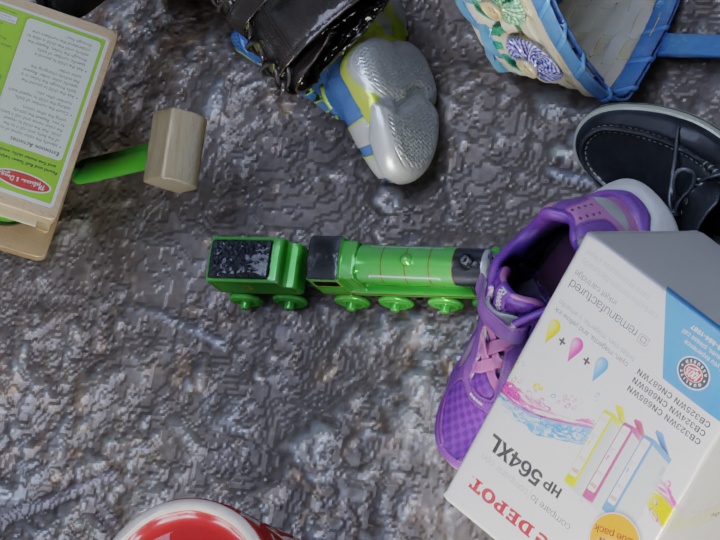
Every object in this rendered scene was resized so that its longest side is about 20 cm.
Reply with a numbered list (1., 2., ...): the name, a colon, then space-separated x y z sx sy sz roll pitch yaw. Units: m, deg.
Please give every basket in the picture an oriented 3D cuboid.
1. basket: 0.148 -0.181 1.646 0.200 0.176 0.139 -3 50 36

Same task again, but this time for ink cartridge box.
1. ink cartridge box: 0.154 0.095 1.544 0.128 0.125 0.200 38 111 29

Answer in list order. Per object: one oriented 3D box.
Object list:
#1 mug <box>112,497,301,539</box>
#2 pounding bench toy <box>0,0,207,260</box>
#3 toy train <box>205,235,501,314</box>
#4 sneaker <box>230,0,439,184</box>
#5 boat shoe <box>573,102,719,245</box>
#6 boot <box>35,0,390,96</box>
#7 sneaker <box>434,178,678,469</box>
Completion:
1. mug: -0.063 0.222 1.570 0.133 0.200 0.178 6 74 23
2. pounding bench toy: -0.200 -0.080 1.773 0.200 0.156 0.125 18 77 -5
3. toy train: 0.000 0.000 1.705 0.200 0.056 0.042 1 72 23
4. sneaker: -0.019 -0.128 1.761 0.105 0.076 0.200 -28 60 29
5. boat shoe: 0.198 -0.034 1.623 0.200 0.062 0.075 35 131 26
6. boot: -0.086 -0.172 1.716 0.200 0.069 0.174 -40 69 10
7. sneaker: 0.093 0.031 1.615 0.080 0.088 0.200 45 115 28
